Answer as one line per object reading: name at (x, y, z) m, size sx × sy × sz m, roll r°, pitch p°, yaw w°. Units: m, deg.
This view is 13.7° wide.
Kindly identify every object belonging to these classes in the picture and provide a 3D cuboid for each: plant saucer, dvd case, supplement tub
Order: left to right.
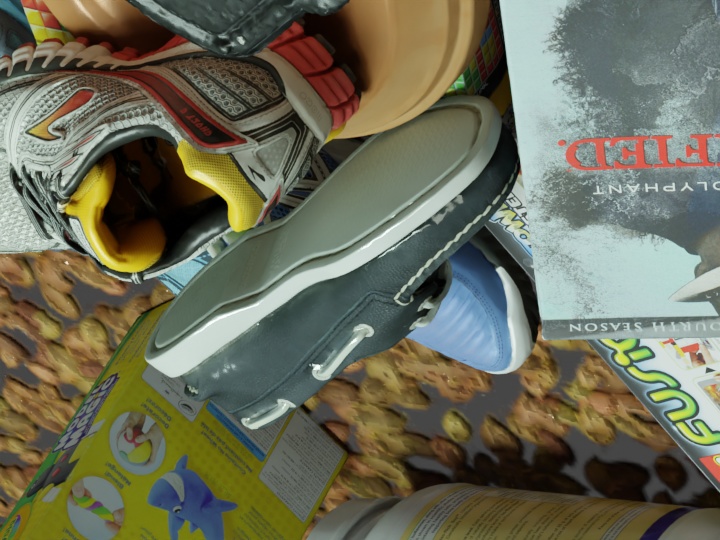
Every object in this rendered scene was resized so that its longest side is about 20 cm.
plant saucer at (-0.051, -0.117, 1.055) m, size 0.199 × 0.038 × 0.201 m, roll 21°, pitch 143°, yaw 17°
supplement tub at (0.078, 0.169, 1.308) m, size 0.199 × 0.146 × 0.146 m, roll 3°, pitch 136°, yaw 35°
dvd case at (0.125, -0.050, 1.034) m, size 0.145 × 0.022 × 0.201 m, roll 0°, pitch 138°, yaw 9°

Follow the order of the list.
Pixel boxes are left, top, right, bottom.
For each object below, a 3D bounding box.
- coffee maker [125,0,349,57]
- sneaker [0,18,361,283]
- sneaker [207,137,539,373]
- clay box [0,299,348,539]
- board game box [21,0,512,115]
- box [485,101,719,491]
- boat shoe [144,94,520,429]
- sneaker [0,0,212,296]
coffee maker at (0.010, -0.182, 0.881) m, size 0.191 × 0.201 × 0.135 m, roll -3°, pitch 135°, yaw 43°
sneaker at (-0.094, -0.038, 1.078) m, size 0.199 × 0.082 × 0.078 m, roll -15°, pitch 124°, yaw 46°
sneaker at (-0.016, -0.015, 1.215) m, size 0.200 × 0.077 × 0.076 m, roll 36°, pitch 144°, yaw -8°
clay box at (-0.096, 0.123, 1.337) m, size 0.115 × 0.200 × 0.047 m, roll 45°, pitch 143°, yaw -18°
board game box at (-0.047, -0.137, 1.107) m, size 0.199 × 0.057 × 0.166 m, roll 11°, pitch 141°, yaw 27°
box at (0.131, 0.006, 1.164) m, size 0.110 × 0.035 × 0.200 m, roll -16°, pitch 123°, yaw 47°
boat shoe at (0.000, 0.000, 1.124) m, size 0.060 × 0.076 × 0.200 m, roll 39°, pitch 140°, yaw -19°
sneaker at (-0.123, -0.033, 1.257) m, size 0.200 × 0.096 × 0.079 m, roll 44°, pitch 144°, yaw -16°
